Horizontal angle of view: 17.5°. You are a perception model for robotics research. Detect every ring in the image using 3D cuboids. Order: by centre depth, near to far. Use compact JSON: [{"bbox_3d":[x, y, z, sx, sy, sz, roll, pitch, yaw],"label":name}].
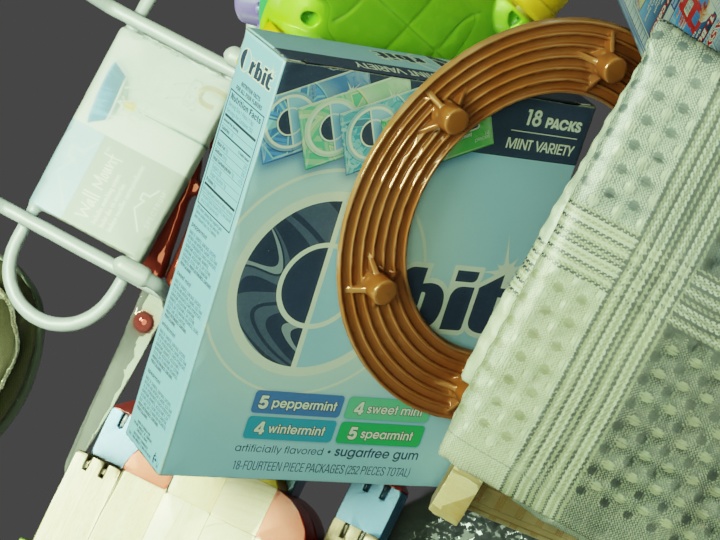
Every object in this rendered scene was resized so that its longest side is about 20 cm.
[{"bbox_3d":[0.080,-0.018,1.067,0.200,0.019,0.201,-14,122,-24],"label":"ring"}]

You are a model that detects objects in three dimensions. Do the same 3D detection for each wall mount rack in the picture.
[{"bbox_3d":[-0.140,-0.079,1.129,0.173,0.075,0.201,27,85,8],"label":"wall mount rack"}]

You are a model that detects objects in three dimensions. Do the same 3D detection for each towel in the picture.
[{"bbox_3d":[0.152,0.033,0.919,0.192,0.035,0.201,29,101,5],"label":"towel"}]

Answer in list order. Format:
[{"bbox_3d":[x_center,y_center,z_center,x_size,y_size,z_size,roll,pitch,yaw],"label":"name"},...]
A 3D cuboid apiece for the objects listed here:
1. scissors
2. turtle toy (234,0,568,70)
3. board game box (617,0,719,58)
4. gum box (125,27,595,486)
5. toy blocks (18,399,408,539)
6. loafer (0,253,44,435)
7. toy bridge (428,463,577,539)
[{"bbox_3d":[-0.097,0.017,1.172,0.073,0.014,0.201,14,94,7],"label":"scissors"},{"bbox_3d":[-0.005,-0.139,1.080,0.146,0.200,0.101,-46,42,6],"label":"turtle toy"},{"bbox_3d":[0.201,-0.086,1.010,0.199,0.200,0.062,25,116,-1],"label":"board game box"},{"bbox_3d":[0.000,0.000,1.069,0.169,0.045,0.201,5,113,-33],"label":"gum box"},{"bbox_3d":[-0.071,0.127,1.141,0.199,0.100,0.137,25,85,13],"label":"toy blocks"},{"bbox_3d":[-0.227,0.081,1.170,0.075,0.070,0.200,32,98,7],"label":"loafer"},{"bbox_3d":[0.127,0.144,1.111,0.199,0.067,0.027,28,97,1],"label":"toy bridge"}]
